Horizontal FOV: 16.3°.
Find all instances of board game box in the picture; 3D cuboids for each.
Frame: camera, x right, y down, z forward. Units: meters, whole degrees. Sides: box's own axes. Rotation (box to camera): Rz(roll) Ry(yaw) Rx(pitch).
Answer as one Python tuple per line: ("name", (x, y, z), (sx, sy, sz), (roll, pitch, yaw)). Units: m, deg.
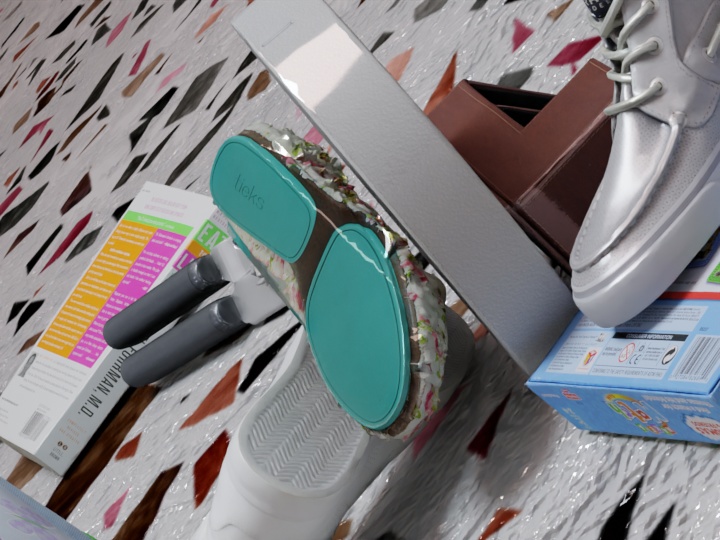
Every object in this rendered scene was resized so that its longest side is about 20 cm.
("board game box", (0.161, -0.024, 0.962), (0.200, 0.037, 0.151), (-55, 17, -13))

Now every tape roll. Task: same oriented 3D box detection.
("tape roll", (0.021, -0.041, 1.065), (0.037, 0.203, 0.203), (-40, 17, 1))

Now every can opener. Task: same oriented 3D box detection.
("can opener", (-0.078, 0.014, 1.488), (0.066, 0.053, 0.200), (-17, -11, -47))

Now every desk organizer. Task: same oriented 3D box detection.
("desk organizer", (0.092, -0.052, 1.142), (0.077, 0.072, 0.200), (-46, 17, 3))

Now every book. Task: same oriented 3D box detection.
("book", (-0.162, 0.037, 1.643), (0.200, 0.048, 0.134), (-54, 19, -9))

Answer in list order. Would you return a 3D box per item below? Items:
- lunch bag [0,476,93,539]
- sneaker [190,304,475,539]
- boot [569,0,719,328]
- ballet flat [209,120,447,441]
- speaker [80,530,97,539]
("lunch bag", (-0.164, 0.173, 1.079), (0.127, 0.200, 0.170), (-47, 18, 7))
("sneaker", (-0.022, 0.086, 1.124), (0.200, 0.074, 0.116), (-41, -19, -56))
("boot", (0.110, -0.079, 0.979), (0.074, 0.096, 0.200), (-25, 29, 56))
("ballet flat", (0.000, 0.000, 1.088), (0.076, 0.064, 0.200), (-60, 41, 25))
("speaker", (-0.200, 0.188, 1.342), (0.200, 0.088, 0.089), (-25, 30, 55))
